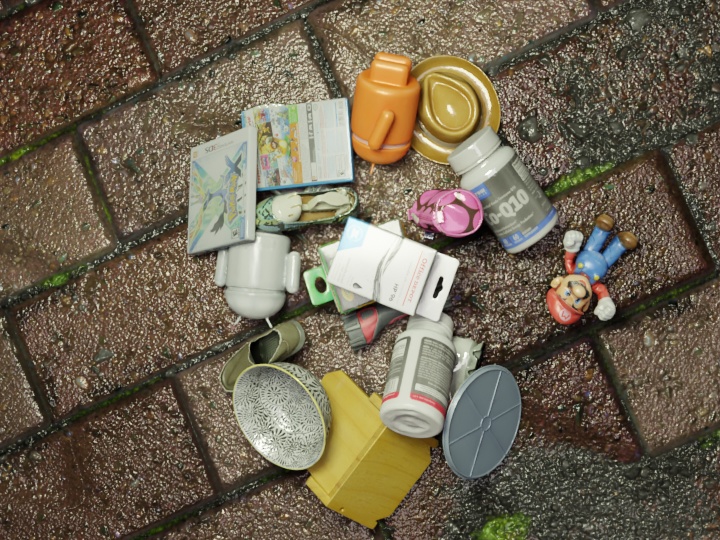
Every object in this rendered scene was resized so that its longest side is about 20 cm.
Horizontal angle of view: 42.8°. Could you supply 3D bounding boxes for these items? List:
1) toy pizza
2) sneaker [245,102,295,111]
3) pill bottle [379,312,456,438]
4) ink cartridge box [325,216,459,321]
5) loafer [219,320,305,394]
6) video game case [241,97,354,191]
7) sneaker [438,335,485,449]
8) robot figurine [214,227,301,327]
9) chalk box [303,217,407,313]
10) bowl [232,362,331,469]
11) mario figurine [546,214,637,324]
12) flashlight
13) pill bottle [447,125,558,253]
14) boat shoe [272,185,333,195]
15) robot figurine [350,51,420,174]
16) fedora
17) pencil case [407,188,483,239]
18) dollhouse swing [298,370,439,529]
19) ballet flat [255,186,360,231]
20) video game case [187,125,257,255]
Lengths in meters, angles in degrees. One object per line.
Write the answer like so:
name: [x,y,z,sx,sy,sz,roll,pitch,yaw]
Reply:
toy pizza: [0.206,0.260,1.592,0.031,0.198,0.204,15,89,47]
sneaker: [-0.121,-0.258,1.676,0.196,0.077,0.087,6,95,7]
pill bottle: [0.103,0.170,1.560,0.109,0.111,0.203,11,56,6]
ink cartridge box: [0.055,0.000,1.529,0.197,0.068,0.118,21,92,5]
loafer: [-0.189,0.153,1.649,0.199,0.069,0.076,-40,66,22]
video game case: [-0.111,-0.220,1.623,0.196,0.018,0.146,-5,89,13]
sneaker: [0.156,0.215,1.639,0.087,0.074,0.204,14,84,16]
robot figurine: [-0.185,-0.001,1.654,0.167,0.113,0.204,3,88,22]
chalk box: [0.000,0.000,1.631,0.197,0.124,0.127,-20,88,6]
bowl: [-0.118,0.236,1.609,0.198,0.094,0.204,15,118,29]
mario figurine: [0.399,0.006,1.594,0.123,0.106,0.201,30,83,40]
flashlight: [0.066,0.080,1.654,0.197,0.068,0.069,-20,92,0]
pill bottle: [0.244,-0.141,1.592,0.113,0.114,0.201,-38,100,3]
boat shoe: [-0.118,-0.151,1.675,0.200,0.065,0.075,33,92,6]
robot figurine: [0.040,-0.273,1.607,0.115,0.144,0.203,-11,127,-28]
fedora: [0.156,-0.293,1.642,0.196,0.082,0.205,0,88,6]
pencil case: [0.143,-0.098,1.580,0.092,0.200,0.093,0,93,-9]
dollhouse swing: [-0.005,0.314,1.666,0.181,0.176,0.201,36,92,-36]
ballet flat: [-0.094,-0.114,1.605,0.196,0.074,0.076,-10,87,-17]
video game case: [-0.249,-0.140,1.644,0.180,0.022,0.204,-10,76,44]
